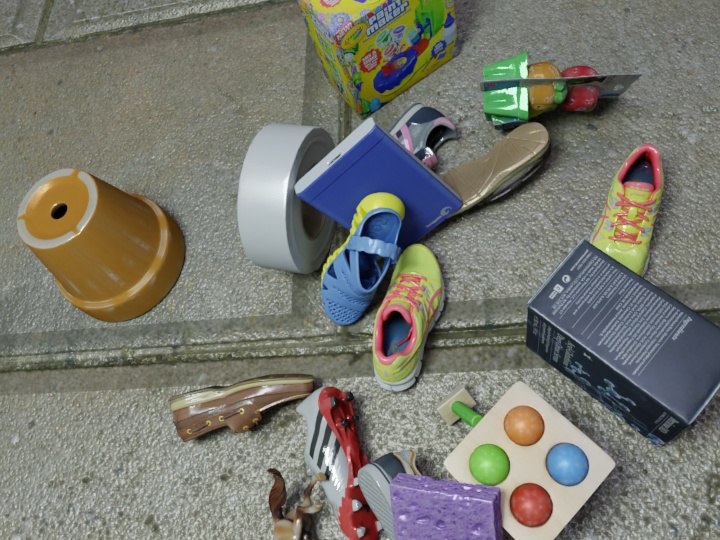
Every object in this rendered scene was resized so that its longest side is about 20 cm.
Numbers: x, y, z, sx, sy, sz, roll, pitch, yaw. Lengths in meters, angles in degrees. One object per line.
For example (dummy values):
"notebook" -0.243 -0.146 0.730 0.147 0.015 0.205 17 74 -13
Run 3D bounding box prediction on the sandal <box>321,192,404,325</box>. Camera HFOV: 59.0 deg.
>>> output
"sandal" 0.000 0.000 0.825 0.079 0.201 0.088 11 37 -15

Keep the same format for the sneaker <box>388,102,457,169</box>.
"sneaker" 0.066 -0.161 0.941 0.082 0.070 0.201 29 77 27

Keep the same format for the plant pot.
"plant pot" -0.392 -0.050 0.940 0.198 0.184 0.202 -5 65 11

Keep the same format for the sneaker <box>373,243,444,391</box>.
"sneaker" 0.061 0.050 0.827 0.077 0.090 0.202 5 66 17

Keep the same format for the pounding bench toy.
"pounding bench toy" 0.155 0.197 0.708 0.124 0.156 0.200 -45 63 -8

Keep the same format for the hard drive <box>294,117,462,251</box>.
"hard drive" 0.029 -0.098 0.829 0.132 0.199 0.026 -38 48 21

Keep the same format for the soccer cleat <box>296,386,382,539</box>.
"soccer cleat" -0.028 0.246 0.788 0.085 0.068 0.202 -27 72 36

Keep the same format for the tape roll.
"tape roll" -0.093 -0.098 0.880 0.070 0.203 0.204 7 68 16

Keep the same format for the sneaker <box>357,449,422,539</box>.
"sneaker" 0.077 0.301 0.722 0.079 0.078 0.201 -20 78 -32

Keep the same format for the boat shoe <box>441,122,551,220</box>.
"boat shoe" 0.183 -0.127 0.900 0.199 0.065 0.072 -36 52 16

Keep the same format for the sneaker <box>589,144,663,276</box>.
"sneaker" 0.346 -0.075 0.822 0.077 0.090 0.202 12 71 17

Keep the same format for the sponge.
"sponge" 0.092 0.311 0.641 0.110 0.030 0.202 -2 99 28

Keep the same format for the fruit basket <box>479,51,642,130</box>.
"fruit basket" 0.268 -0.242 0.882 0.198 0.185 0.095 6 98 12

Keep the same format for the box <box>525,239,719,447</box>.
"box" 0.299 0.086 0.728 0.200 0.149 0.107 38 80 26

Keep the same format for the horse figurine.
"horse figurine" -0.057 0.328 0.744 0.201 0.050 0.133 52 123 24

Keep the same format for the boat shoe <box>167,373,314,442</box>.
"boat shoe" -0.154 0.180 0.847 0.198 0.072 0.068 -12 84 4

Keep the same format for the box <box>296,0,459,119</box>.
"box" 0.032 -0.381 0.981 0.199 0.193 0.122 -35 63 -3
